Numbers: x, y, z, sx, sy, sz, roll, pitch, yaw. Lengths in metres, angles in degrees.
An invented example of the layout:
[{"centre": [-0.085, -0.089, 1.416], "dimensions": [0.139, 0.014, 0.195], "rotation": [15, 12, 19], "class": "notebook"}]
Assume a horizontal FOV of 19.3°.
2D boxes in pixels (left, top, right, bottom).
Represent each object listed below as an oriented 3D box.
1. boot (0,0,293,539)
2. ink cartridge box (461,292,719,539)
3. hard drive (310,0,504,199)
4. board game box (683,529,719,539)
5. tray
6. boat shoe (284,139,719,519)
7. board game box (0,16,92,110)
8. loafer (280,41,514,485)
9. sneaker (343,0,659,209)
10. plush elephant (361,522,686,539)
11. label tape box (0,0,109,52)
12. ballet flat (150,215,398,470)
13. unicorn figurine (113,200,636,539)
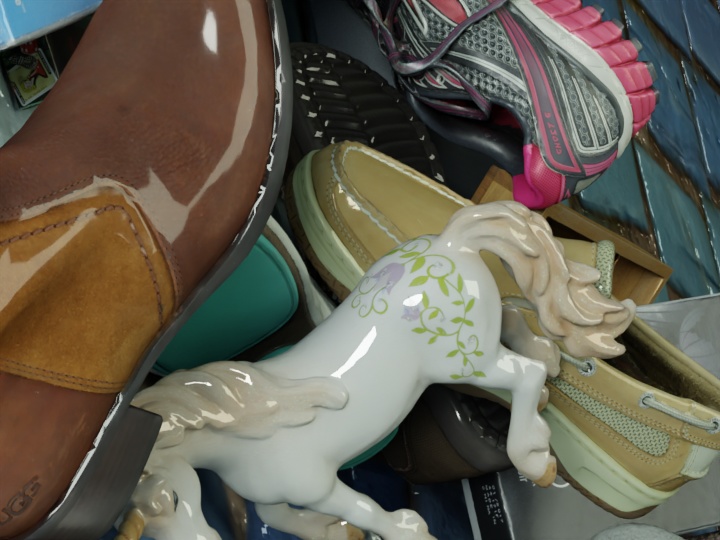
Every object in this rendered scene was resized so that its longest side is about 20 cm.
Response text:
[{"centre": [-0.106, -0.028, 0.526], "dimensions": [0.200, 0.068, 0.189], "rotation": [28, 87, -60], "class": "boot"}, {"centre": [0.134, 0.064, 0.913], "dimensions": [0.199, 0.039, 0.100], "rotation": [-9, 80, -27], "class": "ink cartridge box"}, {"centre": [0.025, -0.084, 0.997], "dimensions": [0.135, 0.042, 0.201], "rotation": [18, 58, -65], "class": "hard drive"}, {"centre": [0.185, 0.197, 0.971], "dimensions": [0.097, 0.199, 0.161], "rotation": [10, 65, -68], "class": "board game box"}, {"centre": [0.081, 0.018, 0.994], "dimensions": [0.037, 0.099, 0.200], "rotation": [34, 6, 23], "class": "tray"}, {"centre": [0.064, 0.009, 0.784], "dimensions": [0.200, 0.076, 0.072], "rotation": [36, 37, -23], "class": "boat shoe"}, {"centre": [-0.086, -0.121, 0.771], "dimensions": [0.105, 0.023, 0.200], "rotation": [70, 21, -3], "class": "board game box"}, {"centre": [0.000, 0.000, 0.852], "dimensions": [0.073, 0.071, 0.201], "rotation": [-1, 61, -46], "class": "loafer"}, {"centre": [0.029, -0.109, 0.892], "dimensions": [0.200, 0.075, 0.081], "rotation": [37, -21, 13], "class": "sneaker"}, {"centre": [0.083, 0.173, 0.773], "dimensions": [0.200, 0.165, 0.155], "rotation": [35, -1, -36], "class": "plush elephant"}, {"centre": [-0.097, -0.153, 0.656], "dimensions": [0.200, 0.066, 0.144], "rotation": [-36, 108, -56], "class": "label tape box"}, {"centre": [-0.045, 0.009, 0.738], "dimensions": [0.200, 0.069, 0.070], "rotation": [48, 32, -56], "class": "ballet flat"}, {"centre": [-0.006, 0.051, 0.706], "dimensions": [0.200, 0.074, 0.137], "rotation": [-51, 132, -12], "class": "unicorn figurine"}]
